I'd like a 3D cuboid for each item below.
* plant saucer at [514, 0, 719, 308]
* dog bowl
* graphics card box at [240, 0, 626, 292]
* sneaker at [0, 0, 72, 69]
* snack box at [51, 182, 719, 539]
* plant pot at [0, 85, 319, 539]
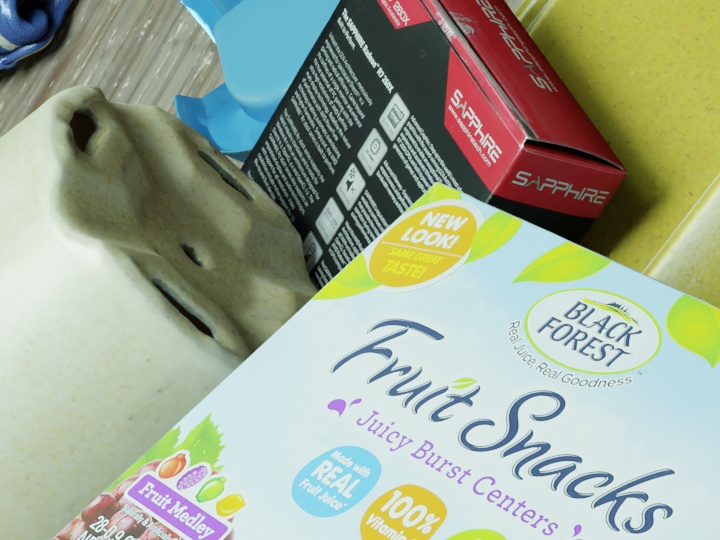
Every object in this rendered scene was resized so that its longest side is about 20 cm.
[{"bbox_3d":[0.102,-0.052,0.921,0.200,0.048,0.200,-53,39,1],"label":"plant saucer"},{"bbox_3d":[-0.024,-0.114,1.091,0.111,0.050,0.200,-36,41,20],"label":"dog bowl"},{"bbox_3d":[0.000,0.000,0.923,0.200,0.051,0.126,-58,41,25],"label":"graphics card box"},{"bbox_3d":[-0.188,-0.118,1.236,0.200,0.075,0.088,-50,40,5],"label":"sneaker"},{"bbox_3d":[0.034,0.076,0.729,0.169,0.068,0.200,-42,38,-15],"label":"snack box"},{"bbox_3d":[-0.109,0.046,0.873,0.183,0.200,0.201,-42,40,20],"label":"plant pot"}]
